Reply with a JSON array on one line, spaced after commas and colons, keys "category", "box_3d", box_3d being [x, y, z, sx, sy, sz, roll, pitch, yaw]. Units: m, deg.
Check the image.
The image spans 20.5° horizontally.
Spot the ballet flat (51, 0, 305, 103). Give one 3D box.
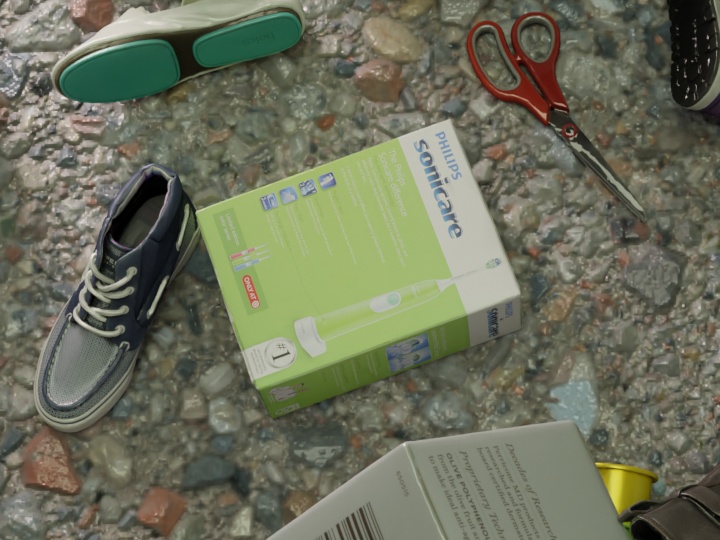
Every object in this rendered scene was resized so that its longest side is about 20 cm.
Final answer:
[{"category": "ballet flat", "box_3d": [-0.142, -0.181, 1.537, 0.200, 0.069, 0.070, -16, 71, -4]}]

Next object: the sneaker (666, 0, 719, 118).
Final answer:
[{"category": "sneaker", "box_3d": [0.284, -0.194, 1.504, 0.087, 0.076, 0.200, 18, 61, -21]}]

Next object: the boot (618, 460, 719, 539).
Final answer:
[{"category": "boot", "box_3d": [0.275, 0.197, 1.310, 0.200, 0.069, 0.174, 44, 44, 10]}]

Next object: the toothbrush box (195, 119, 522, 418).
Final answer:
[{"category": "toothbrush box", "box_3d": [0.000, 0.000, 1.445, 0.200, 0.086, 0.146, -21, 71, -1]}]

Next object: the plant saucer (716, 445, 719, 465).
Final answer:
[{"category": "plant saucer", "box_3d": [0.350, 0.133, 1.382, 0.200, 0.019, 0.070, 10, 102, 15]}]

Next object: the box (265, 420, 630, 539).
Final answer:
[{"category": "box", "box_3d": [0.061, 0.229, 1.277, 0.199, 0.171, 0.200, -39, 66, 38]}]

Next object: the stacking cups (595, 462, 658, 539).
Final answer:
[{"category": "stacking cups", "box_3d": [0.167, 0.236, 1.372, 0.060, 0.061, 0.200, 5, 77, 7]}]

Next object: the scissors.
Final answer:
[{"category": "scissors", "box_3d": [0.145, -0.110, 1.508, 0.073, 0.014, 0.200, -22, 72, -5]}]

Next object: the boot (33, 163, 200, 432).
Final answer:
[{"category": "boot", "box_3d": [-0.186, 0.017, 1.454, 0.073, 0.090, 0.200, 22, 75, 12]}]
